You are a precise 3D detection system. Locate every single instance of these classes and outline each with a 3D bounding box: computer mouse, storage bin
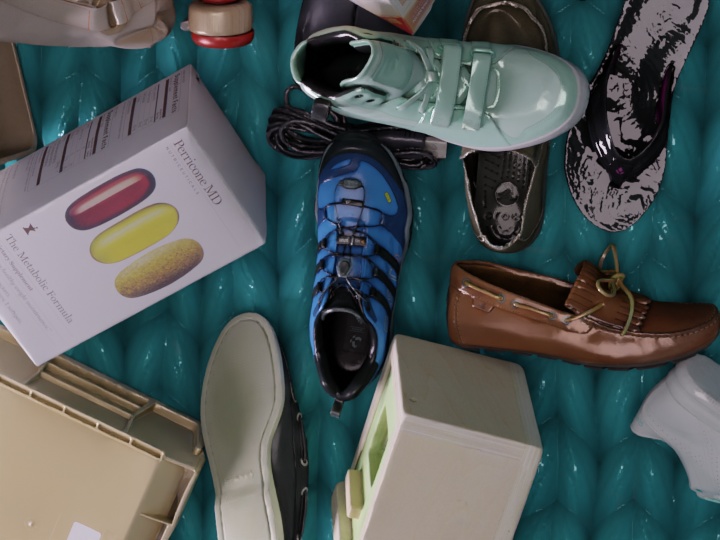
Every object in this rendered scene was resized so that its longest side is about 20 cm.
[{"bbox_3d":[0.003,-0.172,1.439,0.137,0.053,0.202,7,102,7],"label":"computer mouse"},{"bbox_3d":[-0.241,0.180,1.522,0.197,0.094,0.201,25,103,2],"label":"storage bin"}]

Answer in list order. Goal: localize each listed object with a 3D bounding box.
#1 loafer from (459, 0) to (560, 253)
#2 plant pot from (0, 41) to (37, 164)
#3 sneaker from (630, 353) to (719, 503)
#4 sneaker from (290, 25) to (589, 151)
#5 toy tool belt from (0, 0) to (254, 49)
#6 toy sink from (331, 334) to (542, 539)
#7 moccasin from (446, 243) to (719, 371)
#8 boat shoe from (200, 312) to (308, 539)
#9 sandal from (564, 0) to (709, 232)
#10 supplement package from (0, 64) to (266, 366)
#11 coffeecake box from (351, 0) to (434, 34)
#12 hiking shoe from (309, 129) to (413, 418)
[{"bbox_3d":[0.108,-0.104,1.423,0.075,0.070,0.202,-2,106,8],"label":"loafer"},{"bbox_3d":[-0.374,-0.153,1.430,0.176,0.200,0.201,-9,100,19],"label":"plant pot"},{"bbox_3d":[0.290,0.151,1.464,0.200,0.075,0.089,40,121,-2],"label":"sneaker"},{"bbox_3d":[0.050,-0.124,1.344,0.199,0.118,0.074,5,91,17],"label":"sneaker"},{"bbox_3d":[-0.175,-0.225,1.419,0.198,0.125,0.124,3,110,6],"label":"toy tool belt"},{"bbox_3d":[0.044,0.170,1.439,0.111,0.131,0.201,14,113,-8],"label":"toy sink"},{"bbox_3d":[0.163,0.024,1.450,0.200,0.074,0.078,8,112,16],"label":"moccasin"},{"bbox_3d":[-0.071,0.135,1.501,0.074,0.066,0.201,-16,72,26],"label":"boat shoe"},{"bbox_3d":[0.195,-0.125,1.424,0.075,0.048,0.202,15,102,4],"label":"sandal"},{"bbox_3d":[-0.180,-0.041,1.446,0.199,0.110,0.114,-28,117,12],"label":"supplement package"},{"bbox_3d":[-0.032,-0.253,1.312,0.153,0.200,0.073,32,87,23],"label":"coffeecake box"},{"bbox_3d":[0.000,0.000,1.445,0.074,0.087,0.202,1,110,6],"label":"hiking shoe"}]
